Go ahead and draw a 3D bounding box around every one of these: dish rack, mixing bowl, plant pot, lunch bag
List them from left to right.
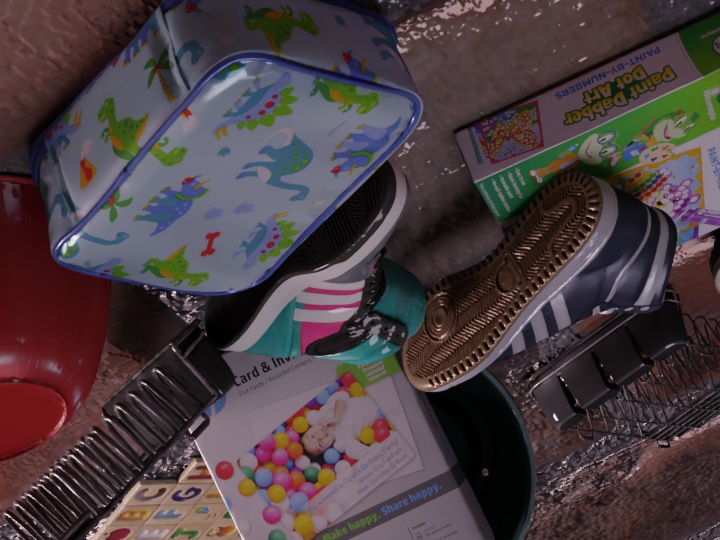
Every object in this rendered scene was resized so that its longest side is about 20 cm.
[{"bbox_3d":[-0.229,0.046,1.054,0.199,0.109,0.200,-16,150,-9],"label":"mixing bowl"},{"bbox_3d":[-0.169,0.130,1.132,0.200,0.055,0.153,-47,-177,-32],"label":"dish rack"},{"bbox_3d":[-0.073,-0.070,0.983,0.160,0.083,0.200,10,139,-40],"label":"lunch bag"},{"bbox_3d":[0.035,0.141,1.318,0.200,0.201,0.134,-26,177,10],"label":"plant pot"},{"bbox_3d":[0.251,0.087,1.473,0.200,0.055,0.153,11,139,-45],"label":"dish rack"}]

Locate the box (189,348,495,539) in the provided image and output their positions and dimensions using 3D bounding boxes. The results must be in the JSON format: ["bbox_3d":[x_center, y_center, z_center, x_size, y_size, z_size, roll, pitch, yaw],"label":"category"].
[{"bbox_3d":[-0.020,0.132,1.238,0.156,0.201,0.041,-26,178,10],"label":"box"}]

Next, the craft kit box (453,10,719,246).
[{"bbox_3d":[0.181,-0.070,1.181,0.197,0.049,0.200,-27,150,7],"label":"craft kit box"}]

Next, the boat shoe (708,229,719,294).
[{"bbox_3d":[0.327,-0.059,1.285,0.073,0.063,0.200,33,122,-22],"label":"boat shoe"}]

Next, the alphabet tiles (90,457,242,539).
[{"bbox_3d":[-0.114,0.198,1.476,0.199,0.006,0.166,4,143,-36],"label":"alphabet tiles"}]

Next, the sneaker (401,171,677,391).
[{"bbox_3d":[0.122,0.019,1.180,0.108,0.070,0.200,12,134,-41],"label":"sneaker"}]

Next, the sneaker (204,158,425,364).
[{"bbox_3d":[0.000,0.000,1.139,0.120,0.084,0.200,10,147,-34],"label":"sneaker"}]
